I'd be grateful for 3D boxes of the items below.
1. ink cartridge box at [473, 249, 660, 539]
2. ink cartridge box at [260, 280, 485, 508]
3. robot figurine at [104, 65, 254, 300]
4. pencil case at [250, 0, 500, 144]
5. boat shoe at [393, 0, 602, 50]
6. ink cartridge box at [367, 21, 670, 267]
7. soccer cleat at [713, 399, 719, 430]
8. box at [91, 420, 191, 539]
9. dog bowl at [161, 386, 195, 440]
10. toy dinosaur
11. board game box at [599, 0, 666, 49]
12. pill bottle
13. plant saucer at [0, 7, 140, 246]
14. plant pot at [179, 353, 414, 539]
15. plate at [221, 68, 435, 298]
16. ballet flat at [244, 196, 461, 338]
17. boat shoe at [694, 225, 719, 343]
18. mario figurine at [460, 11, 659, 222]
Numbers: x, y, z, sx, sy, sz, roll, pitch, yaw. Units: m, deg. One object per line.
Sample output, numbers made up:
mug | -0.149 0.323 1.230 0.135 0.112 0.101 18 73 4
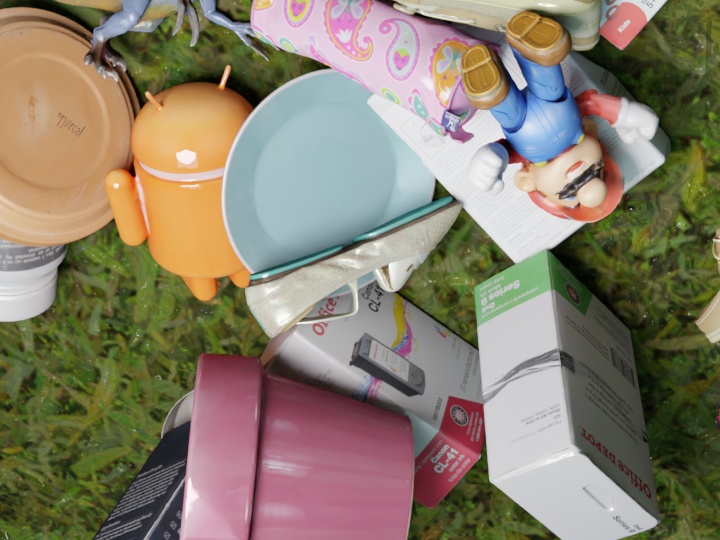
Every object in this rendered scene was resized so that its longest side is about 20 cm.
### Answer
ink cartridge box | 0.170 0.109 1.110 0.084 0.202 0.146 -27 132 28
ink cartridge box | 0.018 0.095 1.196 0.199 0.148 0.086 35 123 -9
robot figurine | -0.134 -0.076 1.152 0.142 0.117 0.202 4 125 12
pencil case | 0.011 -0.176 1.037 0.199 0.087 0.088 31 126 17
boat shoe | 0.081 -0.207 0.987 0.198 0.074 0.064 11 140 16
ink cartridge box | 0.131 -0.122 1.098 0.162 0.057 0.200 -39 98 30
soccer cleat | 0.368 0.092 1.149 0.086 0.070 0.201 -22 142 -20
box | -0.131 0.270 1.232 0.123 0.197 0.200 -26 112 42
dog bowl | -0.097 0.176 1.330 0.198 0.059 0.202 7 123 11
toy dinosaur | -0.157 -0.236 1.083 0.200 0.105 0.182 43 104 -1
board game box | 0.180 -0.299 0.967 0.195 0.056 0.200 35 123 -8
pill bottle | -0.321 -0.062 1.212 0.112 0.113 0.202 14 122 6
plant saucer | -0.268 -0.122 1.114 0.032 0.201 0.201 -10 121 50
plant pot | -0.053 0.174 1.074 0.177 0.201 0.202 6 123 -6
plate | -0.028 -0.074 1.127 0.198 0.026 0.202 -10 114 -24
ballet flat | 0.000 0.000 1.114 0.198 0.067 0.063 -22 95 -9
boat shoe | 0.326 -0.028 1.091 0.066 0.074 0.201 33 122 8
mario figurine | 0.151 -0.095 0.986 0.122 0.107 0.200 -5 150 27
